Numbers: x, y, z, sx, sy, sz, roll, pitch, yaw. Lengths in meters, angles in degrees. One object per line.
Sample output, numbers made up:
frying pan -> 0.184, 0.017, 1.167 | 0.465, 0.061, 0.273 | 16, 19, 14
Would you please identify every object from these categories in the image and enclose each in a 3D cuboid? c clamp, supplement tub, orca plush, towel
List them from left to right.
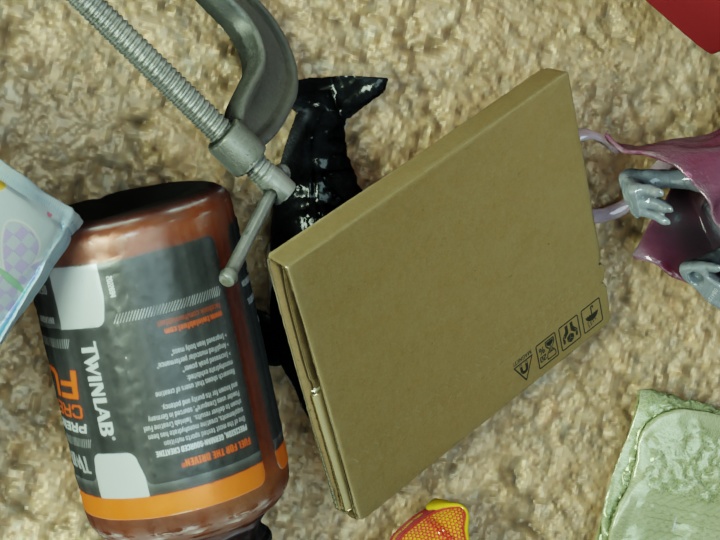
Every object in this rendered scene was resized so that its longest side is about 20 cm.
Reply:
c clamp -> -0.093, -0.113, 0.866 | 0.200, 0.027, 0.171 | 47, 36, -14
supplement tub -> -0.095, 0.063, 0.896 | 0.107, 0.107, 0.201 | -15, 101, -18
orca plush -> 0.000, 0.000, 0.942 | 0.105, 0.071, 0.201 | 6, 94, -21
towel -> 0.227, 0.158, 1.063 | 0.199, 0.036, 0.149 | 14, 92, -21

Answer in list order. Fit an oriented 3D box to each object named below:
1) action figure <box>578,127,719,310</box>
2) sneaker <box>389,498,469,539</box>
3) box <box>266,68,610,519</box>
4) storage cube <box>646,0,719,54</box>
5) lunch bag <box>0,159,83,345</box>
action figure -> 0.226, -0.068, 1.021 | 0.200, 0.149, 0.134 | -50, 141, -27
sneaker -> 0.090, 0.209, 1.002 | 0.077, 0.073, 0.200 | -45, 112, -21
box -> 0.048, 0.010, 0.934 | 0.200, 0.021, 0.164 | -35, 128, -28
storage cube -> 0.182, -0.228, 0.885 | 0.200, 0.180, 0.171 | 39, 89, -4
lunch bag -> -0.251, -0.009, 0.813 | 0.200, 0.127, 0.170 | 32, 84, -2
